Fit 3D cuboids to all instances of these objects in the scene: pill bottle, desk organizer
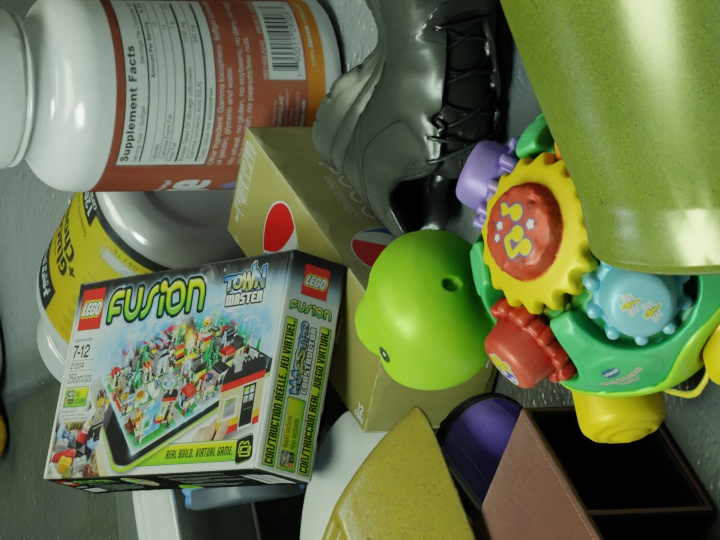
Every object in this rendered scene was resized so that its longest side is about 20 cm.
[{"bbox_3d":[-0.129,-0.004,1.581,0.200,0.112,0.112,125,136,-52],"label":"pill bottle"},{"bbox_3d":[0.120,0.149,1.099,0.200,0.071,0.077,61,142,44],"label":"desk organizer"},{"bbox_3d":[-0.120,-0.099,1.447,0.112,0.199,0.113,178,90,-66],"label":"pill bottle"}]

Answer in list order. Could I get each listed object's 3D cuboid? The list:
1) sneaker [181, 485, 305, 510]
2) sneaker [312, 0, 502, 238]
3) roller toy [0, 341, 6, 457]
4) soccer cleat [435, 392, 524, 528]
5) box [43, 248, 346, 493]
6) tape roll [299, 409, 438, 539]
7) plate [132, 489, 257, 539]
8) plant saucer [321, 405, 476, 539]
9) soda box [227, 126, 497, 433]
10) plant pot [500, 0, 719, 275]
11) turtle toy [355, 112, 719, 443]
[{"bbox_3d":[-0.063,0.079,1.423,0.200,0.066,0.079,-75,-21,-83],"label":"sneaker"},{"bbox_3d":[0.040,-0.095,1.271,0.091,0.076,0.200,59,151,31],"label":"sneaker"},{"bbox_3d":[-0.372,0.075,2.032,0.140,0.182,0.201,132,131,-55],"label":"roller toy"},{"bbox_3d":[0.070,0.156,1.216,0.073,0.068,0.201,-154,60,-62],"label":"soccer cleat"},{"bbox_3d":[-0.087,0.054,1.344,0.200,0.035,0.110,-9,68,53],"label":"box"},{"bbox_3d":[0.023,0.167,1.351,0.203,0.037,0.204,179,90,-66],"label":"tape roll"},{"bbox_3d":[-0.085,0.182,1.469,0.200,0.032,0.200,54,-155,-71],"label":"plate"},{"bbox_3d":[0.018,0.196,1.209,0.200,0.048,0.200,110,145,-53],"label":"plant saucer"},{"bbox_3d":[0.000,0.000,1.351,0.200,0.067,0.064,-125,40,-50],"label":"soda box"},{"bbox_3d":[0.132,-0.105,0.938,0.200,0.200,0.194,17,118,64],"label":"plant pot"},{"bbox_3d":[0.083,-0.004,1.089,0.200,0.101,0.146,-29,65,44],"label":"turtle toy"}]
